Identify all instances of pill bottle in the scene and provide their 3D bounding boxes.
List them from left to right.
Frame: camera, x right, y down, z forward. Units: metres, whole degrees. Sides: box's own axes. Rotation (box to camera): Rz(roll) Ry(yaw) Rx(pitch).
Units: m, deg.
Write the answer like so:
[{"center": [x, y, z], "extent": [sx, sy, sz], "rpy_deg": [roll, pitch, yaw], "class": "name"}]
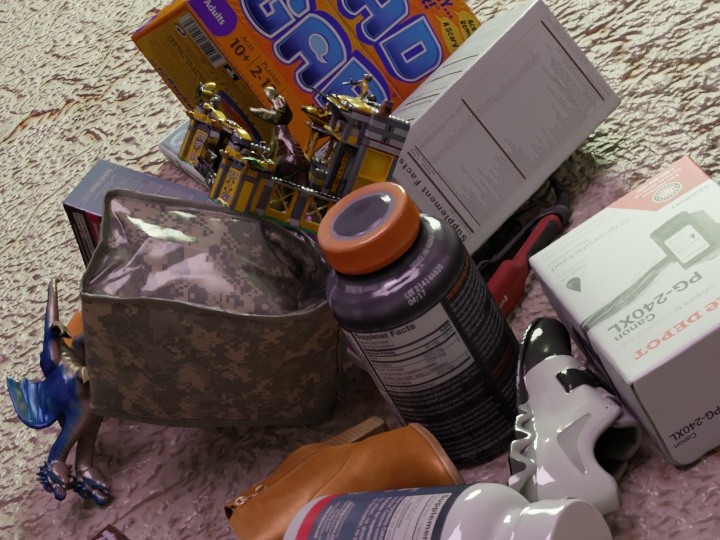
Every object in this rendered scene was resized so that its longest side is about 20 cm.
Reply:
[{"center": [0.043, 0.034, 1.595], "extent": [0.105, 0.201, 0.107], "rpy_deg": [-21, 32, 15], "class": "pill bottle"}, {"center": [0.057, 0.197, 1.431], "extent": [0.199, 0.120, 0.120], "rpy_deg": [-8, 38, 34], "class": "pill bottle"}]

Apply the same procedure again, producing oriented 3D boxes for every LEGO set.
[{"center": [-0.047, -0.103, 1.658], "extent": [0.200, 0.153, 0.117], "rpy_deg": [-120, 50, -76], "class": "LEGO set"}]

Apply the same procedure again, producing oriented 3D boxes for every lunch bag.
[{"center": [-0.103, 0.036, 1.697], "extent": [0.198, 0.165, 0.118], "rpy_deg": [8, 53, 3], "class": "lunch bag"}]

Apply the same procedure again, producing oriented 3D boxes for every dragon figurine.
[{"center": [-0.246, 0.097, 1.831], "extent": [0.100, 0.059, 0.201], "rpy_deg": [-49, 53, 23], "class": "dragon figurine"}]

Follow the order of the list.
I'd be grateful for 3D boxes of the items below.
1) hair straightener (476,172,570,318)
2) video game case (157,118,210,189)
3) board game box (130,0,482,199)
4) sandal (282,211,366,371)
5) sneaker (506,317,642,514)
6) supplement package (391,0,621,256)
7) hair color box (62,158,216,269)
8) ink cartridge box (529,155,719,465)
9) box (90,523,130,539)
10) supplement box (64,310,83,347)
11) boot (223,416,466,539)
[{"center": [0.102, -0.010, 1.763], "extent": [0.076, 0.041, 0.201], "rpy_deg": [-2, 42, 40], "class": "hair straightener"}, {"center": [-0.081, -0.151, 2.153], "extent": [0.200, 0.023, 0.182], "rpy_deg": [-39, 31, -10], "class": "video game case"}, {"center": [-0.045, -0.199, 1.957], "extent": [0.200, 0.200, 0.200], "rpy_deg": [-42, 11, -17], "class": "board game box"}, {"center": [-0.006, 0.003, 1.752], "extent": [0.082, 0.050, 0.203], "rpy_deg": [-24, 57, -17], "class": "sandal"}, {"center": [0.150, 0.105, 1.540], "extent": [0.088, 0.075, 0.201], "rpy_deg": [-7, 37, 11], "class": "sneaker"}, {"center": [0.091, -0.106, 1.815], "extent": [0.200, 0.114, 0.109], "rpy_deg": [-44, 11, -20], "class": "supplement package"}, {"center": [-0.144, -0.014, 1.876], "extent": [0.199, 0.099, 0.061], "rpy_deg": [18, 53, 27], "class": "hair color box"}, {"center": [0.224, 0.024, 1.560], "extent": [0.145, 0.084, 0.200], "rpy_deg": [-33, 30, -1], "class": "ink cartridge box"}, {"center": [-0.181, 0.272, 1.619], "extent": [0.137, 0.039, 0.200], "rpy_deg": [-42, 32, -14], "class": "box"}, {"center": [-0.170, 0.076, 1.866], "extent": [0.199, 0.069, 0.067], "rpy_deg": [-2, 43, 43], "class": "supplement box"}, {"center": [-0.013, 0.167, 1.575], "extent": [0.143, 0.071, 0.201], "rpy_deg": [-32, 15, -15], "class": "boot"}]
